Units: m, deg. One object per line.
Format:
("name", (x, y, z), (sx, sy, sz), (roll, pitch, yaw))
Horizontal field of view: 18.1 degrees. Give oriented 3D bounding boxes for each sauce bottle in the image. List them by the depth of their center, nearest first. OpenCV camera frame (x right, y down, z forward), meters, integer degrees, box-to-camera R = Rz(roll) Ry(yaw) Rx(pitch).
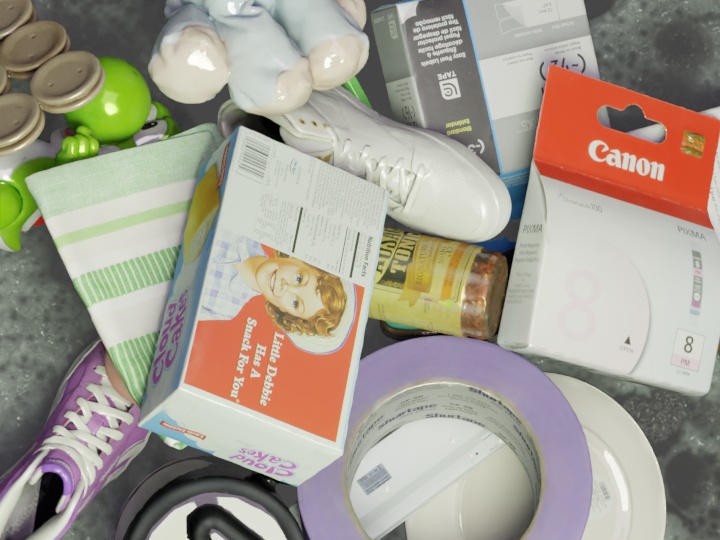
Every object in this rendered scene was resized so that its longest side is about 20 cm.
("sauce bottle", (0.000, 0.000, 1.551), (0.199, 0.066, 0.066), (10, 81, 14))

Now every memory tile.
("memory tile", (-0.275, -0.103, 1.496), (0.200, 0.153, 0.017), (-37, 135, -15))

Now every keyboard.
("keyboard", (0.014, 0.154, 1.594), (0.200, 0.011, 0.056), (-35, 73, -12))

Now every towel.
("towel", (-0.111, 0.008, 1.469), (0.152, 0.023, 0.200), (-19, 77, -36))

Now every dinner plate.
("dinner plate", (0.130, 0.173, 1.627), (0.199, 0.024, 0.201), (1, 85, -16))

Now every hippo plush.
("hippo plush", (-0.064, -0.217, 1.493), (0.159, 0.161, 0.200), (0, 42, -14))

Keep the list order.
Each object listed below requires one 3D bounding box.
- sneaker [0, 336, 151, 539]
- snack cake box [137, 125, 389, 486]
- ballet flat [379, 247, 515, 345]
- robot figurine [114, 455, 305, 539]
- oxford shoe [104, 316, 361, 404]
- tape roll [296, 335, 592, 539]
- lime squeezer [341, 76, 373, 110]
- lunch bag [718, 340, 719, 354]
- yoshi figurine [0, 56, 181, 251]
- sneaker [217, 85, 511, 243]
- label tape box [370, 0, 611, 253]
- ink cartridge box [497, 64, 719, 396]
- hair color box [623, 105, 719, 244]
("sneaker", (-0.182, 0.117, 1.503), (0.073, 0.114, 0.201), (35, 76, -8))
("snack cake box", (-0.058, 0.022, 1.437), (0.115, 0.067, 0.201), (24, 56, -19))
("ballet flat", (0.110, 0.018, 1.611), (0.200, 0.073, 0.073), (-27, 92, -12))
("robot figurine", (-0.101, 0.186, 1.472), (0.150, 0.200, 0.125), (-13, 95, -7))
("oxford shoe", (-0.071, 0.056, 1.533), (0.200, 0.074, 0.071), (-4, 67, -39))
("tape roll", (0.056, 0.151, 1.544), (0.199, 0.085, 0.201), (0, 70, 1))
("lime squeezer", (-0.005, -0.187, 1.617), (0.070, 0.038, 0.201), (4, 83, -15))
("lunch bag", (0.369, 0.057, 1.650), (0.199, 0.127, 0.170), (-14, 86, -6))
("yoshi figurine", (-0.218, -0.087, 1.518), (0.199, 0.112, 0.113), (-22, 84, -19))
("sneaker", (-0.004, -0.066, 1.532), (0.200, 0.115, 0.074), (29, 117, 20))
("label tape box", (0.102, -0.106, 1.614), (0.143, 0.066, 0.201), (-14, 92, -19))
("ink cartridge box", (0.186, -0.026, 1.564), (0.162, 0.057, 0.201), (15, 87, -30))
("hair color box", (0.281, -0.068, 1.668), (0.199, 0.064, 0.111), (-16, 90, -14))
